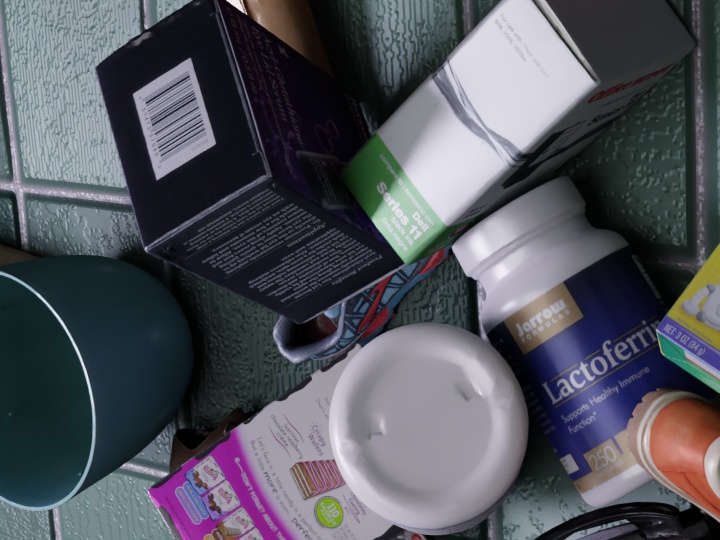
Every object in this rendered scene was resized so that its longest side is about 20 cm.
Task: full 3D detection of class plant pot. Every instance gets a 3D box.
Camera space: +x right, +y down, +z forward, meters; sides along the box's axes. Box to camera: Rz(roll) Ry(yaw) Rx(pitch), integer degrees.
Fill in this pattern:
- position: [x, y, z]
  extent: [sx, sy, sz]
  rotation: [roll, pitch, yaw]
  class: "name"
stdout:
- position: [-0.236, 0.078, 1.425]
  extent: [0.199, 0.160, 0.203]
  rotation: [13, 111, 35]
  class: "plant pot"

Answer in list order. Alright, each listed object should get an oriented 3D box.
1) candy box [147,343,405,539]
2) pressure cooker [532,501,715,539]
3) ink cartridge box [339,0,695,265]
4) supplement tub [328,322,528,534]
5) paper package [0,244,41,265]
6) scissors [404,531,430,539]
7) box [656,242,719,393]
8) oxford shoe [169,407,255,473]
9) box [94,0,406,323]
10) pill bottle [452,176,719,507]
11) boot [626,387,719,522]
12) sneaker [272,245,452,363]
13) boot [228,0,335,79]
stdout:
- position: [-0.042, 0.168, 1.296]
  extent: [0.199, 0.061, 0.137]
  rotation: [-34, 80, 1]
  class: "candy box"
- position: [0.178, 0.257, 1.137]
  extent: [0.178, 0.175, 0.202]
  rotation: [-17, 102, 46]
  class: "pressure cooker"
- position: [0.103, -0.107, 1.110]
  extent: [0.083, 0.146, 0.200]
  rotation: [53, 129, 9]
  class: "ink cartridge box"
- position: [0.049, 0.113, 1.164]
  extent: [0.130, 0.200, 0.134]
  rotation: [-1, 81, 4]
  class: "supplement tub"
- position: [-0.376, 0.069, 1.572]
  extent: [0.198, 0.103, 0.193]
  rotation: [17, 114, 33]
  class: "paper package"
- position: [0.050, 0.226, 1.340]
  extent: [0.199, 0.014, 0.074]
  rotation: [38, 126, 21]
  class: "scissors"
- position: [0.278, -0.005, 0.999]
  extent: [0.117, 0.048, 0.201]
  rotation: [34, 79, 25]
  class: "box"
- position: [-0.088, 0.157, 1.392]
  extent: [0.198, 0.072, 0.086]
  rotation: [-2, 99, 38]
  class: "oxford shoe"
- position: [-0.069, -0.070, 1.151]
  extent: [0.104, 0.200, 0.149]
  rotation: [-29, 64, 20]
  class: "box"
- position: [0.151, 0.045, 1.139]
  extent: [0.115, 0.115, 0.201]
  rotation: [-38, 80, 39]
  class: "pill bottle"
- position: [0.264, 0.144, 1.040]
  extent: [0.076, 0.199, 0.107]
  rotation: [-63, 20, -4]
  class: "boot"
- position: [0.000, 0.000, 1.257]
  extent: [0.079, 0.095, 0.201]
  rotation: [42, 126, 18]
  class: "sneaker"
- position: [-0.049, -0.203, 1.238]
  extent: [0.174, 0.066, 0.202]
  rotation: [2, 117, 42]
  class: "boot"
